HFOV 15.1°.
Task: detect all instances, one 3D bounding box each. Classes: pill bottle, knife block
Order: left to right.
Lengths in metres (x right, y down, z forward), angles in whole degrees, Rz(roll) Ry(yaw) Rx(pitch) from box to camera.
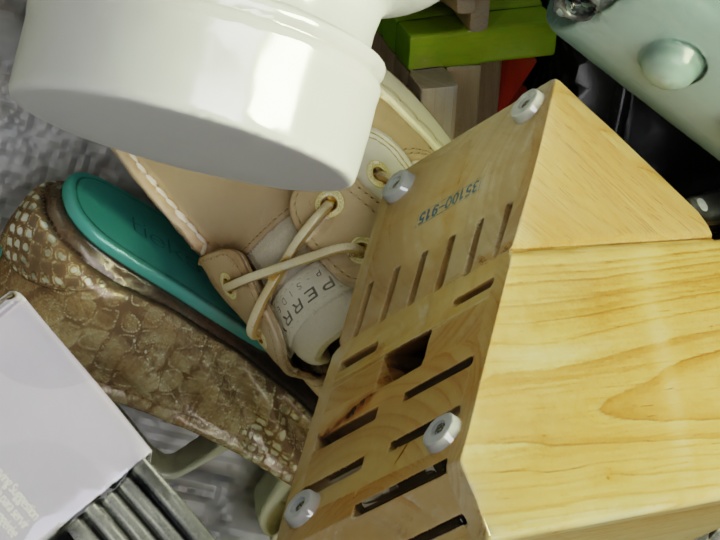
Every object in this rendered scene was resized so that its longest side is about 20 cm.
[{"bbox_3d":[-0.019,-0.127,0.684,0.120,0.120,0.200,17,83,-21],"label":"pill bottle"},{"bbox_3d":[0.077,0.047,0.701,0.176,0.064,0.200,41,40,-22],"label":"knife block"}]

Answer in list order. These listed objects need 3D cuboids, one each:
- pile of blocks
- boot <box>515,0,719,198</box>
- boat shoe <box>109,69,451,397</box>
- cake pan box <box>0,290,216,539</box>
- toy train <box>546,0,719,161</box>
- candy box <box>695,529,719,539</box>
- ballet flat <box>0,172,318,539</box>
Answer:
[{"bbox_3d":[0.030,-0.117,0.786,0.062,0.082,0.200,-8,99,-18],"label":"pile of blocks"},{"bbox_3d":[0.131,-0.054,0.830,0.158,0.079,0.211,12,101,-15],"label":"boot"},{"bbox_3d":[0.000,0.000,0.750,0.200,0.069,0.074,40,122,-12],"label":"boat shoe"},{"bbox_3d":[-0.049,0.104,0.699,0.052,0.200,0.184,-40,82,-11],"label":"cake pan box"},{"bbox_3d":[0.118,-0.071,0.717,0.200,0.085,0.114,36,51,-24],"label":"toy train"},{"bbox_3d":[0.101,0.178,0.856,0.200,0.072,0.168,-44,108,-8],"label":"candy box"},{"bbox_3d":[-0.027,0.043,0.807,0.200,0.071,0.065,33,113,-18],"label":"ballet flat"}]
